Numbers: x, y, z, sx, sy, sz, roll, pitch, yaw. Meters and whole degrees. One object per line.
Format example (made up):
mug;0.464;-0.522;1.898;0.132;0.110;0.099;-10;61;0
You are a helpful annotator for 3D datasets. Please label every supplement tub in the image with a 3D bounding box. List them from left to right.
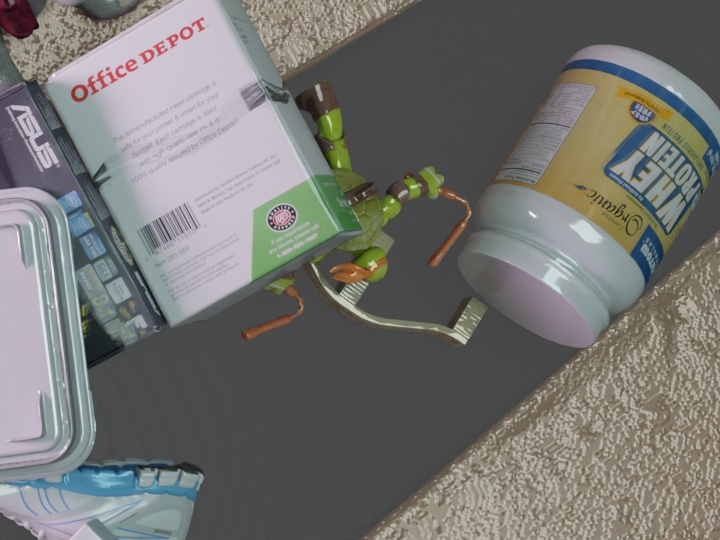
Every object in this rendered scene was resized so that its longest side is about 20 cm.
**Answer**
supplement tub;0.177;-0.057;1.785;0.145;0.145;0.200;37;73;-13

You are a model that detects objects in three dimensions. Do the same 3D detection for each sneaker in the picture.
sneaker;-0.210;0.176;1.658;0.200;0.075;0.087;5;92;-18

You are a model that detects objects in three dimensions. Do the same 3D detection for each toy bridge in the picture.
toy bridge;0.000;0.000;1.776;0.200;0.027;0.067;35;74;-13

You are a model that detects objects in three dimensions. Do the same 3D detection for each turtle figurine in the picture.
turtle figurine;-0.027;-0.048;1.720;0.200;0.064;0.162;-30;89;-10

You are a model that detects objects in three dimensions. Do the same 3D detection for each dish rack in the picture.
dish rack;-0.276;0.048;1.589;0.171;0.044;0.201;-8;87;7

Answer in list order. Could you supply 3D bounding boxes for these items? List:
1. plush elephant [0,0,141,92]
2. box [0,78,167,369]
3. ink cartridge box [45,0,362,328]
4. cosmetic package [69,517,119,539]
plush elephant;-0.244;-0.225;1.638;0.165;0.155;0.200;-41;100;-19
box;-0.252;-0.010;1.638;0.161;0.049;0.200;-27;95;6
ink cartridge box;-0.111;-0.081;1.663;0.146;0.084;0.200;-28;86;12
cosmetic package;-0.201;0.295;1.611;0.151;0.052;0.200;43;91;5
